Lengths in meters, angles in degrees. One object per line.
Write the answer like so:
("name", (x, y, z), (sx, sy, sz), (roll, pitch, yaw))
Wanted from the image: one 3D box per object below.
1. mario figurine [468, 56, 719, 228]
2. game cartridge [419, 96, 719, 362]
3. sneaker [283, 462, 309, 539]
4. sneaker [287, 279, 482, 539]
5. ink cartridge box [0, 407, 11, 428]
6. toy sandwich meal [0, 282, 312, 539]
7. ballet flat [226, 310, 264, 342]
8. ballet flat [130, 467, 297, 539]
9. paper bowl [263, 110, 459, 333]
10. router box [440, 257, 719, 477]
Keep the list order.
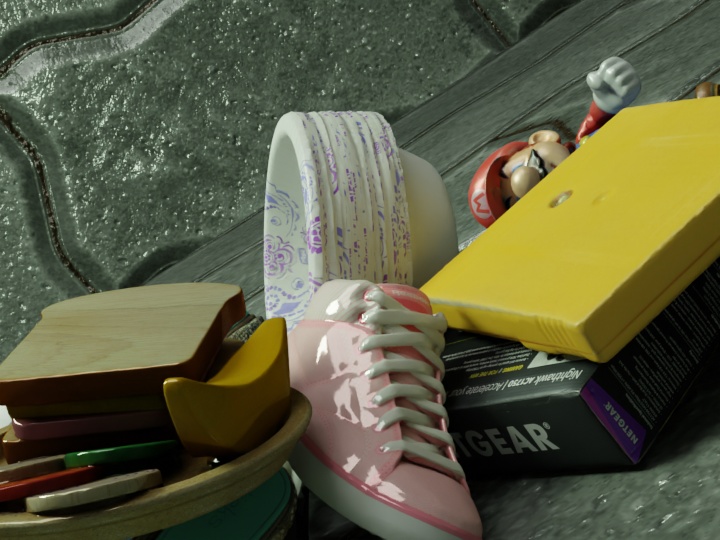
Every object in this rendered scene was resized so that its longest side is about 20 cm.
("mario figurine", (0.162, -0.067, 0.990), (0.198, 0.106, 0.125), (-14, 46, 30))
("game cartridge", (0.133, -0.026, 0.728), (0.176, 0.033, 0.200), (-41, 16, -12))
("sneaker", (-0.081, 0.111, 0.823), (0.092, 0.071, 0.200), (-2, 25, -9))
("sneaker", (0.013, 0.064, 0.708), (0.106, 0.075, 0.200), (-60, 31, 4))
("ink cartridge box", (-0.231, 0.150, 1.065), (0.199, 0.083, 0.147), (-34, -23, -19))
("toy sandwich meal", (-0.113, 0.061, 0.652), (0.202, 0.071, 0.205), (-10, 11, 2))
("ballet flat", (-0.120, 0.093, 0.950), (0.068, 0.076, 0.199), (-33, -3, 43))
("ballet flat", (-0.103, 0.161, 0.643), (0.199, 0.070, 0.066), (-38, -16, -34))
("paper bowl", (0.000, 0.000, 0.903), (0.103, 0.204, 0.201), (-1, 4, -11))
("router box", (0.106, 0.041, 0.761), (0.149, 0.051, 0.199), (-47, 15, -29))
